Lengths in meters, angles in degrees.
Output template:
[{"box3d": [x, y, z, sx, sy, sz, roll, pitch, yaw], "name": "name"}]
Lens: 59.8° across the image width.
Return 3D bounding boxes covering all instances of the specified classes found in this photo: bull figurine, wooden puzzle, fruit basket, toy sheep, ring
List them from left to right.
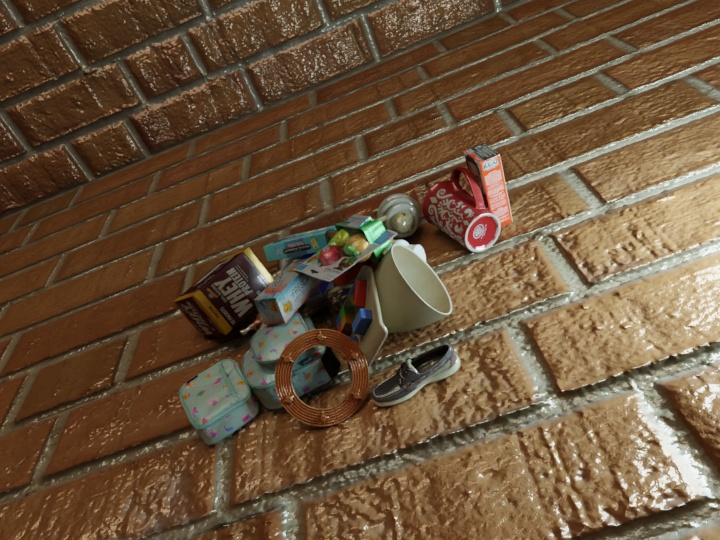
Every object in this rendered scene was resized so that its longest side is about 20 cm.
[{"box3d": [-0.233, 0.146, 1.614, 0.199, 0.065, 0.121, 15, 53, 48], "name": "bull figurine"}, {"box3d": [-0.081, 0.223, 1.308, 0.199, 0.201, 0.019, -27, -5, -4], "name": "ring"}, {"box3d": [-0.041, -0.049, 1.417, 0.199, 0.094, 0.185, -30, 23, -23], "name": "fruit basket"}, {"box3d": [-0.009, 0.116, 1.386, 0.046, 0.186, 0.201, 9, 40, -22], "name": "wooden puzzle"}, {"box3d": [0.106, -0.154, 1.763, 0.137, 0.139, 0.200, -20, 26, 6], "name": "toy sheep"}]

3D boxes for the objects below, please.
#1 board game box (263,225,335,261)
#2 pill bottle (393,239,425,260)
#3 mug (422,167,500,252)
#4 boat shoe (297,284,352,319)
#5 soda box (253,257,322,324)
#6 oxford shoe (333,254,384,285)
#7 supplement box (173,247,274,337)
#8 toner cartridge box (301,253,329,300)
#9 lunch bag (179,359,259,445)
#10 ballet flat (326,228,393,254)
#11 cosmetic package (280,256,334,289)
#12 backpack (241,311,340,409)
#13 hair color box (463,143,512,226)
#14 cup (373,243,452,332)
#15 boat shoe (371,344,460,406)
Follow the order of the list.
[{"box3d": [-0.145, -0.079, 1.740, 0.199, 0.047, 0.151, -11, 10, 27], "name": "board game box"}, {"box3d": [0.063, -0.022, 1.615, 0.199, 0.110, 0.110, -2, 38, 31], "name": "pill bottle"}, {"box3d": [0.259, -0.155, 1.625, 0.133, 0.178, 0.200, -27, 37, -9], "name": "mug"}, {"box3d": [-0.065, 0.089, 1.596, 0.199, 0.072, 0.072, -14, 63, 5], "name": "boat shoe"}, {"box3d": [-0.164, 0.046, 1.458, 0.063, 0.069, 0.200, -6, 25, 27], "name": "soda box"}, {"box3d": [0.000, 0.000, 1.547, 0.072, 0.072, 0.199, 5, -11, -34], "name": "oxford shoe"}, {"box3d": [-0.366, 0.064, 1.697, 0.200, 0.133, 0.197, -46, 16, -29], "name": "supplement box"}, {"box3d": [-0.123, 0.009, 1.640, 0.094, 0.043, 0.200, -13, 26, 18], "name": "toner cartridge box"}, {"box3d": [-0.326, 0.293, 1.449, 0.160, 0.077, 0.200, -33, 33, -13], "name": "lunch bag"}, {"box3d": [-0.008, -0.065, 1.581, 0.199, 0.068, 0.073, 6, 85, 30], "name": "ballet flat"}, {"box3d": [-0.150, -0.004, 1.786, 0.150, 0.052, 0.201, -20, 33, 12], "name": "cosmetic package"}, {"box3d": [-0.170, 0.204, 1.412, 0.199, 0.154, 0.176, -36, 36, -2], "name": "backpack"}, {"box3d": [0.333, -0.218, 1.630, 0.061, 0.201, 0.102, -23, 31, -5], "name": "hair color box"}, {"box3d": [0.091, 0.060, 1.432, 0.143, 0.200, 0.201, -41, 27, 22], "name": "cup"}, {"box3d": [0.108, 0.211, 1.293, 0.199, 0.065, 0.072, -25, 34, 1], "name": "boat shoe"}]
